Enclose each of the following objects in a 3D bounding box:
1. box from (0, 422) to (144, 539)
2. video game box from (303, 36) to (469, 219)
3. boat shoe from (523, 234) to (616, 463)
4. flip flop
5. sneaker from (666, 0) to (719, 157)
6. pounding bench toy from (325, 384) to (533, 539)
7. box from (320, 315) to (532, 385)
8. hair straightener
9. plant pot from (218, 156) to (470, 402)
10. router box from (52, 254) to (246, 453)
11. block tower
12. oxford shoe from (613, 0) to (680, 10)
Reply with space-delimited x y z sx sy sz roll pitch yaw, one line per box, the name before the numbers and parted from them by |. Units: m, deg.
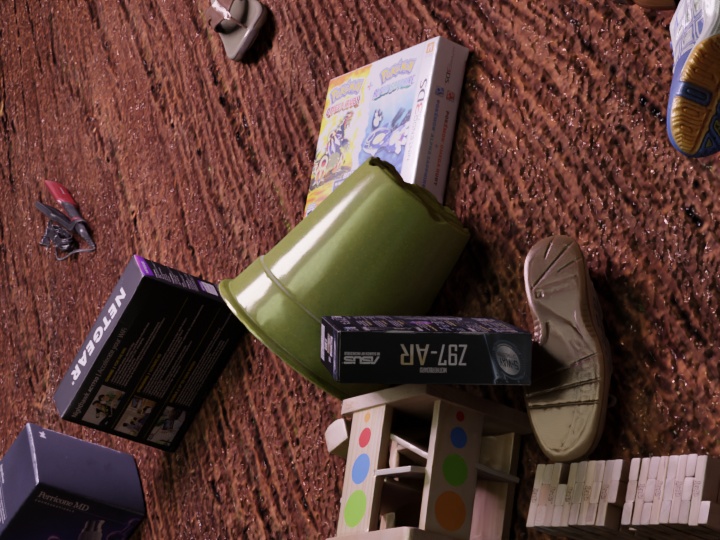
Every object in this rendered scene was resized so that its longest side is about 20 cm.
box | -0.369 0.296 2.152 0.200 0.148 0.104 -53 34 25
video game box | 0.023 -0.132 1.902 0.200 0.047 0.183 -15 58 53
boat shoe | 0.179 0.069 1.535 0.073 0.063 0.200 -11 62 25
flip flop | -0.167 -0.330 2.304 0.081 0.057 0.200 -53 34 24
sneaker | 0.290 -0.180 1.506 0.088 0.075 0.200 -14 53 67
pounding bench toy | 0.037 0.200 1.602 0.200 0.124 0.156 -19 57 52
box | 0.051 0.065 1.562 0.200 0.160 0.044 -159 70 -84
hair straightener | -0.411 -0.057 2.548 0.200 0.041 0.077 41 107 53
plant pot | 0.000 0.000 1.737 0.190 0.200 0.200 -53 33 9
router box | -0.232 0.096 2.060 0.200 0.149 0.051 -58 33 16
block tower | 0.215 0.176 1.409 0.200 0.054 0.058 -10 64 54
oxford shoe | 0.290 -0.316 1.598 0.071 0.071 0.200 21 89 30
